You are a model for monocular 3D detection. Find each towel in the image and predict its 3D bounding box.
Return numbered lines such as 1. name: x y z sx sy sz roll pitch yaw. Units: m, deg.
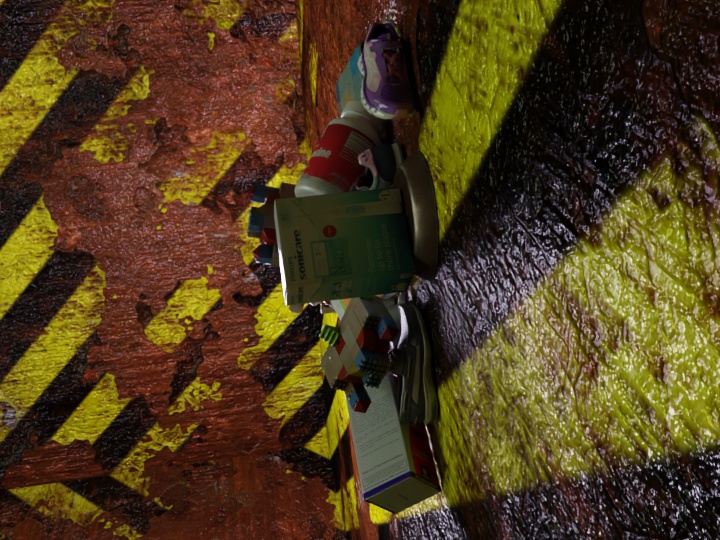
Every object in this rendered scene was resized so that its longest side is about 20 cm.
1. towel: -0.013 -0.361 1.595 0.200 0.021 0.149 143 123 -70

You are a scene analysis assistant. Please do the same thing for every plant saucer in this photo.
1. plant saucer: 0.081 -0.083 1.208 0.200 0.034 0.203 174 90 -81

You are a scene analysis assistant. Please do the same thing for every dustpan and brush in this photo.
1. dustpan and brush: 0.072 0.082 1.379 0.140 0.057 0.203 -111 9 -88

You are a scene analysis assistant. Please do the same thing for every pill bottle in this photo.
1. pill bottle: -0.030 -0.200 1.396 0.112 0.111 0.202 109 -173 -73

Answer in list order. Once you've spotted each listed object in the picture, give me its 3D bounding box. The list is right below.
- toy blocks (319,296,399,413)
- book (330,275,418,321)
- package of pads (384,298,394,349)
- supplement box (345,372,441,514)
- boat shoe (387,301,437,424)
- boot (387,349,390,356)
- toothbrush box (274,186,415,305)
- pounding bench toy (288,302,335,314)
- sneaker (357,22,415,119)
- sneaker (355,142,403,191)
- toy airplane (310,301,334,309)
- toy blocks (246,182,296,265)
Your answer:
1. toy blocks: 0.002 0.136 1.278 0.202 0.099 0.137 -64 29 20
2. book: 0.000 0.000 1.356 0.134 0.048 0.200 58 142 1
3. package of pads: 0.033 0.130 1.613 0.200 0.067 0.157 -150 55 -81
4. supplement box: 0.053 0.294 1.332 0.101 0.103 0.201 37 -151 -44
5. boat shoe: 0.078 0.151 1.266 0.075 0.072 0.203 114 149 -75
6. boot: 0.023 0.192 1.442 0.200 0.074 0.098 -164 60 -76
7. toothbrush box: -0.028 -0.038 1.193 0.085 0.197 0.148 101 162 -66
8. pounding bench toy: -0.073 0.010 1.773 0.124 0.197 0.158 -106 10 -82
9. sneaker: 0.040 -0.311 1.186 0.089 0.079 0.202 103 162 -45
10. sneaker: 0.029 -0.141 1.362 0.201 0.081 0.071 91 166 -47
11. toy airplane: -0.030 -0.003 1.594 0.201 0.140 0.200 -63 -27 -21
12. toy blocks: -0.156 -0.089 1.484 0.100 0.135 0.202 125 150 -63
